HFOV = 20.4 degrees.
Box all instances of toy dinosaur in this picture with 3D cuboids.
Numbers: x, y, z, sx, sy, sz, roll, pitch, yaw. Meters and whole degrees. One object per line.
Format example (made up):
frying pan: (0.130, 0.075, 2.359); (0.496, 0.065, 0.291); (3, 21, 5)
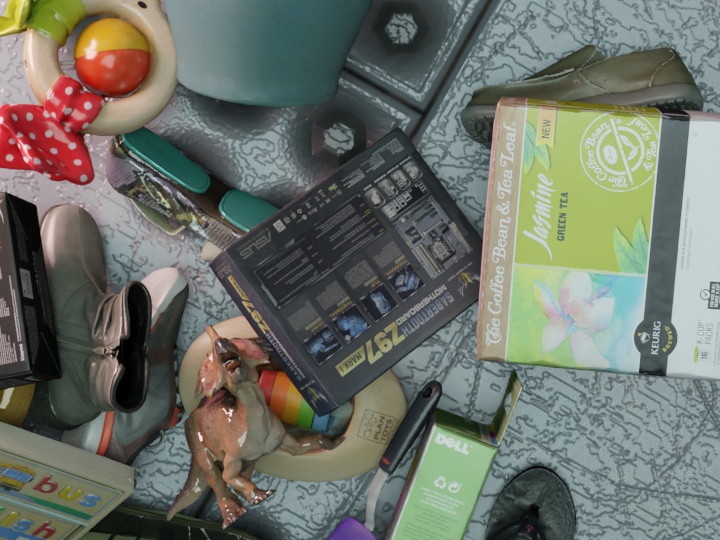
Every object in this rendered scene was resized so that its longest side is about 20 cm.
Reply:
toy dinosaur: (-0.107, 0.122, 1.603); (0.136, 0.086, 0.200); (54, 135, 4)

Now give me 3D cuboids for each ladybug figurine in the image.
ladybug figurine: (-0.053, 0.106, 1.682); (0.199, 0.072, 0.136); (18, 95, 1)

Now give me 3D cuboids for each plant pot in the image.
plant pot: (-0.076, -0.237, 1.609); (0.199, 0.200, 0.189); (8, 109, 2)

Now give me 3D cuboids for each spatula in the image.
spatula: (0.017, 0.178, 1.641); (0.021, 0.056, 0.200); (17, 104, -43)

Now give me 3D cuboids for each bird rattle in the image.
bird rattle: (-0.226, -0.168, 1.631); (0.163, 0.113, 0.201); (-8, 71, -16)

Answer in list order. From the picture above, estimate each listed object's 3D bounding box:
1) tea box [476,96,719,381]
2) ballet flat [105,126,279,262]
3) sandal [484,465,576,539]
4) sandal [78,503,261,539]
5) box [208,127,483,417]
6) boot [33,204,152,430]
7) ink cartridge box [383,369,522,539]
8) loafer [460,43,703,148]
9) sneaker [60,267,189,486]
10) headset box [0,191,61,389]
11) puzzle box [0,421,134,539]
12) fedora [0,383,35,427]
tea box: (0.194, -0.028, 1.552); (0.196, 0.134, 0.201); (4, 97, 5)
ballet flat: (-0.130, -0.047, 1.687); (0.200, 0.072, 0.072); (33, 95, 0)
sandal: (0.127, 0.264, 1.696); (0.075, 0.048, 0.201); (23, 95, 1)
sandal: (-0.145, 0.241, 1.708); (0.200, 0.057, 0.080); (19, 100, 16)
box: (0.000, 0.000, 1.639); (0.200, 0.051, 0.158); (-37, 90, -25)
boot: (-0.210, 0.029, 1.636); (0.068, 0.131, 0.201); (10, 69, -37)
ink cartridge box: (0.071, 0.173, 1.665); (0.059, 0.104, 0.201); (21, 95, 0)
loafer: (0.182, -0.145, 1.664); (0.199, 0.075, 0.070); (-5, 62, 4)
sneaker: (-0.184, 0.094, 1.701); (0.082, 0.077, 0.200); (24, 96, -26)
headset box: (-0.355, 0.031, 1.607); (0.199, 0.075, 0.149); (-12, 81, 10)
puzzle box: (-0.303, 0.173, 1.641); (0.200, 0.025, 0.133); (23, 134, -30)
fedora: (-0.354, 0.072, 1.686); (0.200, 0.082, 0.201); (-1, 84, 11)
